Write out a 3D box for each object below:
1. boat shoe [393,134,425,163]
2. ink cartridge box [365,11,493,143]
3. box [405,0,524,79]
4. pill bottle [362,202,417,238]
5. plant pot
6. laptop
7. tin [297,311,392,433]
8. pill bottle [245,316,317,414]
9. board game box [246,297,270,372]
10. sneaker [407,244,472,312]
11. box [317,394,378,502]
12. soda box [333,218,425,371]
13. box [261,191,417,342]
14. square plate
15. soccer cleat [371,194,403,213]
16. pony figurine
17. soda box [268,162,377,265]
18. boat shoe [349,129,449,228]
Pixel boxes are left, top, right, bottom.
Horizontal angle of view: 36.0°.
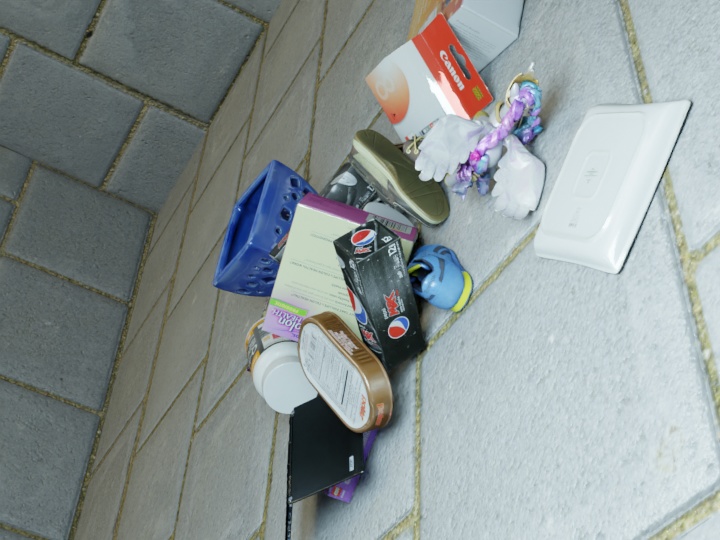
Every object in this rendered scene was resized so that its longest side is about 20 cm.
[{"bbox_3d":[0.084,-0.177,1.731,0.199,0.060,0.072,-10,38,51],"label":"boat shoe"},{"bbox_3d":[0.103,-0.282,1.729,0.050,0.163,0.200,-28,-4,-29],"label":"ink cartridge box"},{"bbox_3d":[0.166,-0.404,1.764,0.200,0.106,0.153,-37,34,57],"label":"box"},{"bbox_3d":[0.000,0.000,1.733,0.201,0.113,0.114,-57,21,25],"label":"pill bottle"},{"bbox_3d":[-0.149,-0.057,2.106,0.200,0.179,0.201,-41,32,52],"label":"plant pot"},{"bbox_3d":[-0.054,0.284,1.587,0.178,0.102,0.201,-92,5,-51],"label":"laptop"},{"bbox_3d":[-0.025,0.140,1.519,0.200,0.042,0.113,44,140,41],"label":"tin"},{"bbox_3d":[-0.134,0.161,1.908,0.117,0.116,0.200,-62,19,12],"label":"pill bottle"},{"bbox_3d":[-0.174,0.100,2.232,0.120,0.032,0.201,-33,38,52],"label":"board game box"},{"bbox_3d":[0.092,-0.003,1.542,0.066,0.078,0.200,-65,17,11],"label":"sneaker"},{"bbox_3d":[-0.036,0.250,1.651,0.138,0.039,0.200,-68,19,-2],"label":"box"},{"bbox_3d":[0.027,0.034,1.475,0.070,0.201,0.063,-30,41,-17],"label":"soda box"},{"bbox_3d":[-0.029,0.012,1.624,0.097,0.175,0.201,-63,-10,-75],"label":"box"},{"bbox_3d":[0.270,-0.102,1.244,0.199,0.028,0.200,-67,18,-1],"label":"square plate"},{"bbox_3d":[-0.005,-0.057,1.801,0.200,0.069,0.085,-44,-5,0],"label":"soccer cleat"},{"bbox_3d":[0.168,-0.162,1.447,0.194,0.166,0.200,-63,2,-14],"label":"pony figurine"},{"bbox_3d":[-0.057,-0.079,1.766,0.200,0.063,0.071,-51,14,-5],"label":"soda box"},{"bbox_3d":[0.056,-0.132,1.688,0.072,0.201,0.066,-25,-27,-39],"label":"boat shoe"}]
